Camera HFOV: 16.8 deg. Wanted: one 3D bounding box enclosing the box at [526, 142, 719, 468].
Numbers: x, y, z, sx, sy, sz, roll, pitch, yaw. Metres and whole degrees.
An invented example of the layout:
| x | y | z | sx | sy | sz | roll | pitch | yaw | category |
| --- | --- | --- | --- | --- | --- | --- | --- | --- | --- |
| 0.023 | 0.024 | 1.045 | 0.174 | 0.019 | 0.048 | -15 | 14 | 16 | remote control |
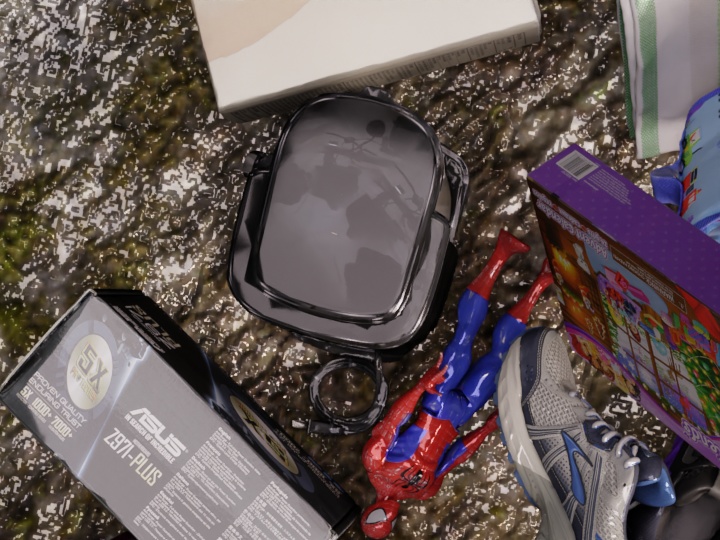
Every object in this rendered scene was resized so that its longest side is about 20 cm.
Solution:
| x | y | z | sx | sy | sz | roll | pitch | yaw | category |
| --- | --- | --- | --- | --- | --- | --- | --- | --- | --- |
| 0.174 | 0.032 | 1.321 | 0.039 | 0.200 | 0.137 | -32 | 131 | -16 | box |

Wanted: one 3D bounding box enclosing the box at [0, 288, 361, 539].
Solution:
| x | y | z | sx | sy | sz | roll | pitch | yaw | category |
| --- | --- | --- | --- | --- | --- | --- | --- | --- | --- |
| -0.103 | 0.108 | 1.434 | 0.200 | 0.164 | 0.086 | 44 | 93 | 5 | box |

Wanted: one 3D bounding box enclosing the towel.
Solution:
| x | y | z | sx | sy | sz | roll | pitch | yaw | category |
| --- | --- | --- | --- | --- | --- | --- | --- | --- | --- |
| 0.252 | -0.128 | 1.423 | 0.198 | 0.150 | 0.031 | -7 | 53 | 6 | towel |

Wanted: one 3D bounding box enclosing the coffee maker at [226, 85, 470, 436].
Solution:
| x | y | z | sx | sy | sz | roll | pitch | yaw | category |
| --- | --- | --- | --- | --- | --- | --- | --- | --- | --- |
| 0.000 | 0.000 | 1.408 | 0.133 | 0.200 | 0.194 | -9 | 89 | 5 | coffee maker |

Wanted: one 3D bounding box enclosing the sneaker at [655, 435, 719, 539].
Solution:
| x | y | z | sx | sy | sz | roll | pitch | yaw | category |
| --- | --- | --- | --- | --- | --- | --- | --- | --- | --- |
| 0.216 | 0.115 | 1.437 | 0.069 | 0.100 | 0.201 | 28 | 90 | 3 | sneaker |

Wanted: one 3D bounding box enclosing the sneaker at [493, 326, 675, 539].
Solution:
| x | y | z | sx | sy | sz | roll | pitch | yaw | category |
| --- | --- | --- | --- | --- | --- | --- | --- | --- | --- |
| 0.140 | 0.118 | 1.405 | 0.085 | 0.077 | 0.201 | -26 | 61 | 24 | sneaker |

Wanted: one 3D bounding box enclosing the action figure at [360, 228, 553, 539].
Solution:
| x | y | z | sx | sy | sz | roll | pitch | yaw | category |
| --- | --- | --- | --- | --- | --- | --- | --- | --- | --- |
| 0.057 | 0.075 | 1.474 | 0.065 | 0.052 | 0.201 | 30 | 94 | -30 | action figure |

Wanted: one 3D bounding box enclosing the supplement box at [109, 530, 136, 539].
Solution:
| x | y | z | sx | sy | sz | roll | pitch | yaw | category |
| --- | --- | --- | --- | --- | --- | --- | --- | --- | --- |
| -0.122 | 0.233 | 1.416 | 0.131 | 0.200 | 0.104 | 35 | 92 | 5 | supplement box |

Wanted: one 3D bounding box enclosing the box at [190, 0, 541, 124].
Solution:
| x | y | z | sx | sy | sz | roll | pitch | yaw | category |
| --- | --- | --- | --- | --- | --- | --- | --- | --- | --- |
| 0.005 | -0.153 | 1.464 | 0.198 | 0.095 | 0.078 | -15 | 88 | 3 | box |

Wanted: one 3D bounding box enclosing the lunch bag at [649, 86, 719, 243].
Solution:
| x | y | z | sx | sy | sz | roll | pitch | yaw | category |
| --- | --- | --- | --- | --- | --- | --- | --- | --- | --- |
| 0.258 | -0.069 | 1.355 | 0.198 | 0.151 | 0.095 | -12 | 121 | 15 | lunch bag |
